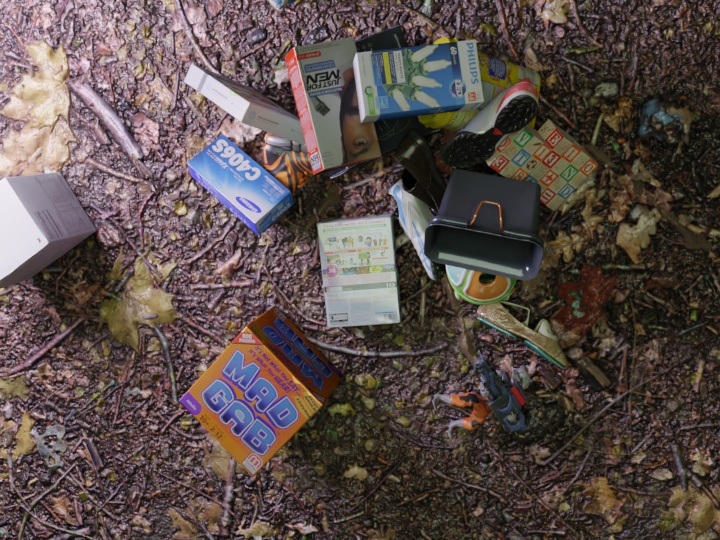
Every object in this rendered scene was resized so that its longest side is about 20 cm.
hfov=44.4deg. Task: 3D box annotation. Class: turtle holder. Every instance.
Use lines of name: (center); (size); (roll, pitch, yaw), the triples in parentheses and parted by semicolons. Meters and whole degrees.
turtle holder: (0.228, -0.038, 1.600); (0.139, 0.132, 0.188); (19, 74, 12)

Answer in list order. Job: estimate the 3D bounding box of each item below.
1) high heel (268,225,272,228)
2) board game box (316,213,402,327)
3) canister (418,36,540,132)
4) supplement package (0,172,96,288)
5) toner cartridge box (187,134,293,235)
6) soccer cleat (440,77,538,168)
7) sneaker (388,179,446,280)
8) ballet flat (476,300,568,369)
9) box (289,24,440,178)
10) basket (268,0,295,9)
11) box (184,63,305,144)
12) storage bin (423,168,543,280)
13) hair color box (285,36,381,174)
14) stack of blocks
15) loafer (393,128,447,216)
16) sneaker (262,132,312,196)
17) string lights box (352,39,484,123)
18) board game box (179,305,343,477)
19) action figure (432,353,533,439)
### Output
high heel: (-0.248, -0.145, 1.694); (0.199, 0.096, 0.068); (40, 104, 2)
board game box: (0.000, 0.000, 1.691); (0.145, 0.064, 0.204); (-4, 100, 10)
canister: (0.210, -0.304, 1.543); (0.197, 0.086, 0.152); (12, 86, -25)
supplement package: (-0.667, -0.077, 1.727); (0.190, 0.200, 0.148); (-33, 93, 13)
toner cartridge box: (-0.227, -0.164, 1.661); (0.199, 0.043, 0.095); (40, 70, 22)
soccer cleat: (0.216, -0.242, 1.470); (0.068, 0.074, 0.199); (38, 129, -21)
sneaker: (0.112, -0.077, 1.664); (0.072, 0.072, 0.203); (-11, 103, 41)
ballet flat: (0.314, 0.109, 1.654); (0.198, 0.071, 0.066); (31, 88, 0)
box: (0.007, -0.299, 1.573); (0.194, 0.124, 0.203); (-24, 95, -16)
basket: (-0.138, -0.591, 1.572); (0.176, 0.139, 0.201); (39, 134, 2)
box: (-0.204, -0.299, 1.588); (0.199, 0.155, 0.042); (39, 107, 39)
storage bin: (0.215, -0.090, 1.485); (0.196, 0.146, 0.136); (10, 61, 8)
hair color box: (-0.045, -0.272, 1.459); (0.109, 0.064, 0.204); (-15, 93, -20)
stack of blocks: (0.310, -0.200, 1.540); (0.198, 0.059, 0.115); (25, 117, -39)
loafer: (0.104, -0.162, 1.563); (0.071, 0.073, 0.201); (-34, 134, -3)
sneaker: (-0.088, -0.199, 1.677); (0.196, 0.078, 0.114); (7, 115, 3)
string lights box: (0.092, -0.305, 1.426); (0.196, 0.059, 0.105); (-9, 89, -7)
board game box: (-0.184, 0.224, 1.689); (0.200, 0.200, 0.200); (45, 103, 1)
action figure: (0.230, 0.223, 1.669); (0.191, 0.105, 0.202); (-22, 119, 7)
